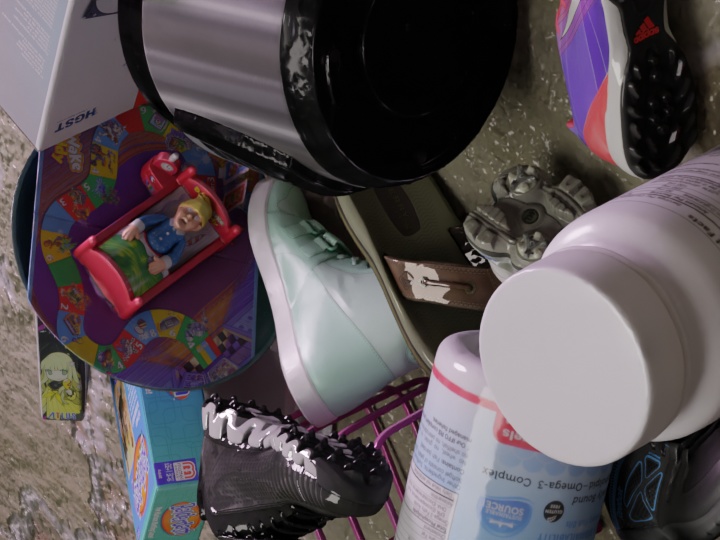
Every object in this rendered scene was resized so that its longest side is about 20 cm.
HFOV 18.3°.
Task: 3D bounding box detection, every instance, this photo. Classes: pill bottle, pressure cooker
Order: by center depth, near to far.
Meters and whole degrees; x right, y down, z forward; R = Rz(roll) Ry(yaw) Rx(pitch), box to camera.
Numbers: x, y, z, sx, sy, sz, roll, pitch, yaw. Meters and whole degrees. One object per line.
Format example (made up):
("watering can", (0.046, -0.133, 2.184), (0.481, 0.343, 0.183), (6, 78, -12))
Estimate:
("pill bottle", (0.153, 0.013, 1.059), (0.113, 0.200, 0.114), (19, 121, 36))
("pill bottle", (0.075, 0.142, 1.233), (0.109, 0.109, 0.201), (25, 109, 44))
("pressure cooker", (-0.034, -0.144, 1.241), (0.200, 0.179, 0.176), (18, 138, 42))

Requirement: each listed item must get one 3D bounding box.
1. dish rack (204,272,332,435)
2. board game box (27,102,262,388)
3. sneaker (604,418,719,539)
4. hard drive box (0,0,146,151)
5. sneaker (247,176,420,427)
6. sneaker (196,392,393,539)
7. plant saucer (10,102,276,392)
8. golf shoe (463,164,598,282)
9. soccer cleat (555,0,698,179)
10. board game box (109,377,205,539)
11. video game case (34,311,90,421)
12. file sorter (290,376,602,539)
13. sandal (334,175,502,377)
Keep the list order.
("dish rack", (-0.086, 0.052, 1.580), (0.172, 0.043, 0.200), (38, 141, 32))
("board game box", (-0.128, -0.027, 1.424), (0.039, 0.158, 0.201), (-35, 47, 54))
("sneaker", (0.173, 0.105, 1.209), (0.082, 0.073, 0.200), (57, 156, 6))
("hard drive box", (-0.145, -0.189, 1.385), (0.077, 0.156, 0.200), (48, 146, 19))
("sneaker", (0.000, 0.000, 1.412), (0.074, 0.118, 0.201), (56, -168, -45))
("sneaker", (-0.043, 0.132, 1.300), (0.200, 0.066, 0.091), (14, 91, 61))
("plant saucer", (-0.139, -0.012, 1.459), (0.200, 0.200, 0.036), (60, 145, 3))
("golf shoe", (0.149, 0.019, 1.226), (0.200, 0.078, 0.097), (38, 165, 33))
("soccer cleat", (0.125, -0.144, 1.128), (0.073, 0.068, 0.200), (29, 137, 47))
("board game box", (-0.142, 0.078, 1.539), (0.152, 0.045, 0.201), (114, 147, -65))
("video game case", (-0.208, -0.025, 1.593), (0.200, 0.036, 0.182), (-93, 5, -50))
("file sorter", (0.021, 0.141, 1.407), (0.200, 0.139, 0.126), (-14, 100, 57))
("sandal", (0.051, 0.000, 1.316), (0.201, 0.080, 0.057), (54, 149, 14))
